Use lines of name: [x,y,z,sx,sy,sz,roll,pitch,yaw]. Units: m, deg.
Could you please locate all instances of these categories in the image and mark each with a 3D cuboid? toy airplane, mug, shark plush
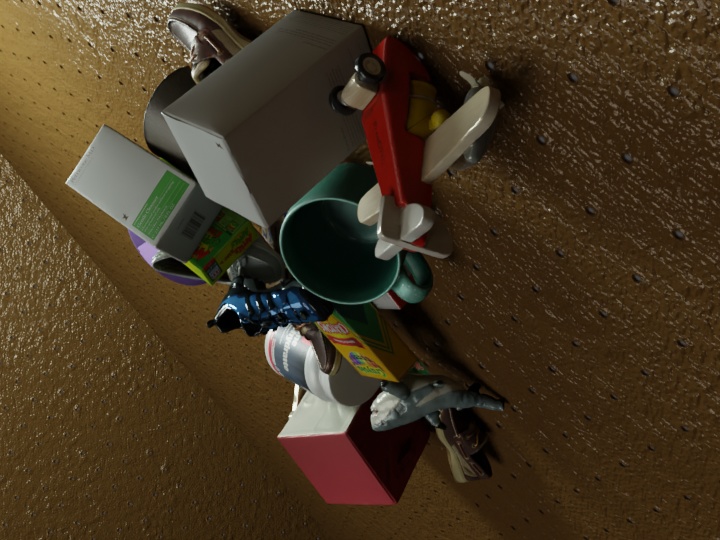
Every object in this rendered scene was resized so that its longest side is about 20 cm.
toy airplane: [0.061,-0.107,0.830,0.200,0.140,0.201,42,130,50]
mug: [-0.005,-0.041,1.063,0.151,0.115,0.186,-14,120,25]
shark plush: [0.113,0.198,1.288,0.091,0.197,0.084,-51,-42,-87]

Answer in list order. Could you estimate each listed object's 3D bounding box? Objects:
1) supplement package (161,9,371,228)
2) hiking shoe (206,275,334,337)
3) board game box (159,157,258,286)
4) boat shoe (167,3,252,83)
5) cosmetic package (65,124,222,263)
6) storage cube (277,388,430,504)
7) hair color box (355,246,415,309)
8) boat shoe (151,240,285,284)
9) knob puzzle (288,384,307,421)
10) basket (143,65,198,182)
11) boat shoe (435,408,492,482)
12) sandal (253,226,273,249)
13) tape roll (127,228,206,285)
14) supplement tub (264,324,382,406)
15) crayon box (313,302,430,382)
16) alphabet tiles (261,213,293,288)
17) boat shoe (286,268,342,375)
supplement package: [-0.085,-0.166,0.917,0.119,0.200,0.122,27,151,40]
hiking shoe: [-0.121,0.062,1.195,0.199,0.087,0.075,1,137,42]
board game box: [-0.256,-0.075,1.263,0.199,0.102,0.048,35,164,27]
boat shoe: [-0.181,-0.262,1.062,0.199,0.072,0.072,39,158,22]
cosmetic package: [-0.303,-0.108,1.208,0.199,0.108,0.085,30,177,25]
storage cube: [-0.008,0.299,1.563,0.199,0.171,0.181,-13,121,40]
hair color box: [0.000,0.000,1.236,0.102,0.061,0.199,52,158,-17]
boat shoe: [-0.211,-0.009,1.284,0.200,0.065,0.075,12,130,10]
knob puzzle: [-0.078,0.300,1.656,0.030,0.221,0.221,-9,126,34]
basket: [-0.179,-0.166,1.196,0.199,0.136,0.181,36,170,15]
boat shoe: [0.172,0.266,1.391,0.071,0.072,0.202,-3,122,24]
sandal: [-0.187,-0.102,1.321,0.207,0.059,0.079,47,165,0]
tape roll: [-0.282,-0.083,1.423,0.085,0.200,0.201,-31,104,32]
supplement tub: [-0.063,0.146,1.502,0.199,0.140,0.141,19,146,50]
crayon box: [0.001,0.095,1.258,0.200,0.051,0.127,49,159,-16]
alphabet tiles: [-0.126,-0.040,1.315,0.167,0.007,0.203,179,86,-70]
boat shoe: [-0.083,0.077,1.372,0.072,0.071,0.202,123,139,-50]
